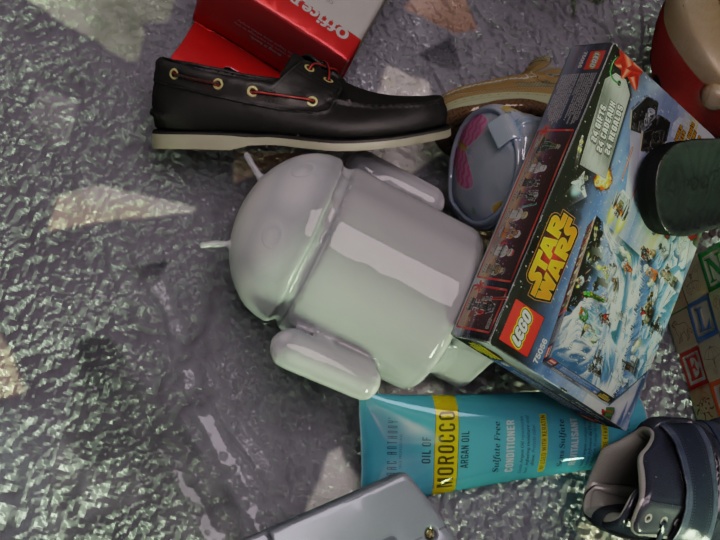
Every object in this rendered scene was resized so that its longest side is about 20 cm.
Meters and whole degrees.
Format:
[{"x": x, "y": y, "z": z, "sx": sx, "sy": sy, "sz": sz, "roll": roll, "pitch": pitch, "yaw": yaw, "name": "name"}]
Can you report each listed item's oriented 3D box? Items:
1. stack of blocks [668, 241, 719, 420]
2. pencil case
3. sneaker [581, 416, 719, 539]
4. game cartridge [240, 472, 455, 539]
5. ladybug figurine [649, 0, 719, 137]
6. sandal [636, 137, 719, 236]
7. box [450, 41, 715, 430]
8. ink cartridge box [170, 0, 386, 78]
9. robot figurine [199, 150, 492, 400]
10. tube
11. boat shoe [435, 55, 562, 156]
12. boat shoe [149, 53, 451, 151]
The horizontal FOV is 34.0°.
[{"x": 0.286, "y": 0.027, "z": 0.785, "sx": 0.058, "sy": 0.200, "sz": 0.117, "roll": -7, "pitch": 75, "yaw": -19, "name": "stack of blocks"}, {"x": 0.158, "y": -0.063, "z": 0.817, "sx": 0.198, "sy": 0.091, "sz": 0.084, "roll": 3, "pitch": 66, "yaw": -29, "name": "pencil case"}, {"x": 0.212, "y": 0.193, "z": 0.755, "sx": 0.144, "sy": 0.077, "sz": 0.206, "roll": 3, "pitch": 83, "yaw": -23, "name": "sneaker"}, {"x": 0.019, "y": 0.235, "z": 0.712, "sx": 0.132, "sy": 0.041, "sz": 0.202, "roll": -18, "pitch": 83, "yaw": -25, "name": "game cartridge"}, {"x": 0.269, "y": -0.155, "z": 0.883, "sx": 0.136, "sy": 0.072, "sz": 0.200, "roll": 50, "pitch": 34, "yaw": -2, "name": "ladybug figurine"}, {"x": 0.261, "y": -0.062, "z": 0.759, "sx": 0.199, "sy": 0.048, "sz": 0.076, "roll": -20, "pitch": 105, "yaw": -33, "name": "sandal"}, {"x": 0.150, "y": -0.020, "z": 0.739, "sx": 0.136, "sy": 0.040, "sz": 0.202, "roll": 32, "pitch": 77, "yaw": -33, "name": "box"}, {"x": -0.039, "y": -0.207, "z": 0.836, "sx": 0.115, "sy": 0.067, "sz": 0.202, "roll": 30, "pitch": 66, "yaw": -6, "name": "ink cartridge box"}, {"x": 0.000, "y": 0.000, "z": 0.751, "sx": 0.198, "sy": 0.113, "sz": 0.171, "roll": 27, "pitch": 54, "yaw": -7, "name": "robot figurine"}, {"x": 0.092, "y": 0.111, "z": 0.779, "sx": 0.197, "sy": 0.050, "sz": 0.079, "roll": -3, "pitch": 97, "yaw": -17, "name": "tube"}, {"x": 0.135, "y": -0.122, "z": 0.870, "sx": 0.197, "sy": 0.072, "sz": 0.077, "roll": -1, "pitch": 58, "yaw": -26, "name": "boat shoe"}, {"x": -0.039, "y": -0.109, "z": 0.769, "sx": 0.198, "sy": 0.074, "sz": 0.064, "roll": 2, "pitch": 100, "yaw": 2, "name": "boat shoe"}]
